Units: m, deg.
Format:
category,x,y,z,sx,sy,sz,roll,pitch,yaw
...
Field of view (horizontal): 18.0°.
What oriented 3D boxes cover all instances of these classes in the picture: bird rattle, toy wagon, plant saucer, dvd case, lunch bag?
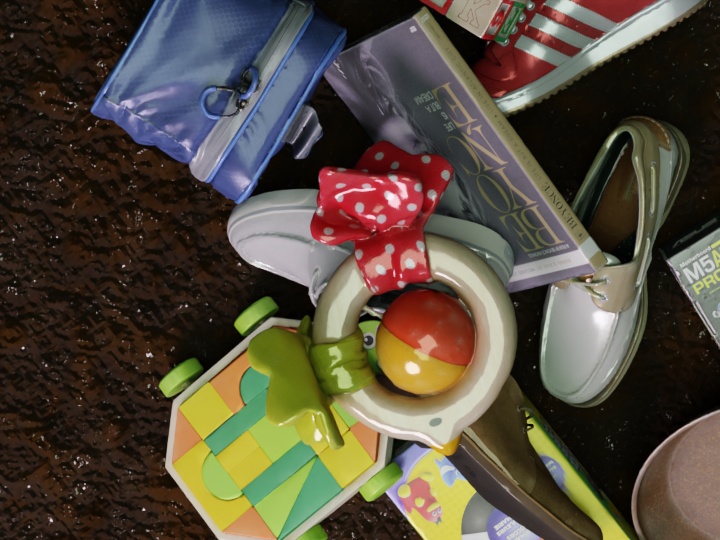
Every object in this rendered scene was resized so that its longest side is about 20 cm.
category,x,y,z,sx,sy,sz,roll,pitch,yaw
bird rattle,0.022,0.027,1.434,0.162,0.113,0.201,27,88,1
toy wagon,-0.038,0.093,1.539,0.200,0.040,0.156,-39,82,8
plant saucer,0.284,0.149,1.543,0.199,0.037,0.201,3,131,3
dvd case,0.063,-0.071,1.478,0.016,0.148,0.200,-42,101,-24
lunch bag,-0.081,-0.125,1.432,0.132,0.200,0.136,31,96,-8

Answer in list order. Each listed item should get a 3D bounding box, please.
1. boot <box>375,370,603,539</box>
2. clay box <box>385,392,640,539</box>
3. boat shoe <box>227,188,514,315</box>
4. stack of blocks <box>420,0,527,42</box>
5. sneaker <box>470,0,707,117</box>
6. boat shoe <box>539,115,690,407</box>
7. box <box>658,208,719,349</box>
category,x,y,z,sx,sy,sz,roll,pitch,yaw
boot,0.099,0.115,1.508,0.200,0.074,0.076,43,72,-14
clay box,0.113,0.178,1.575,0.115,0.048,0.200,-39,97,8
boat shoe,0.000,0.000,1.500,0.198,0.069,0.072,13,147,12
stack of blocks,0.031,-0.245,1.442,0.199,0.059,0.116,32,102,15
sneaker,0.118,-0.178,1.485,0.199,0.071,0.113,-30,105,-1
boat shoe,0.157,-0.007,1.513,0.074,0.068,0.202,18,97,29
box,0.328,0.002,1.539,0.199,0.044,0.161,-33,100,7
